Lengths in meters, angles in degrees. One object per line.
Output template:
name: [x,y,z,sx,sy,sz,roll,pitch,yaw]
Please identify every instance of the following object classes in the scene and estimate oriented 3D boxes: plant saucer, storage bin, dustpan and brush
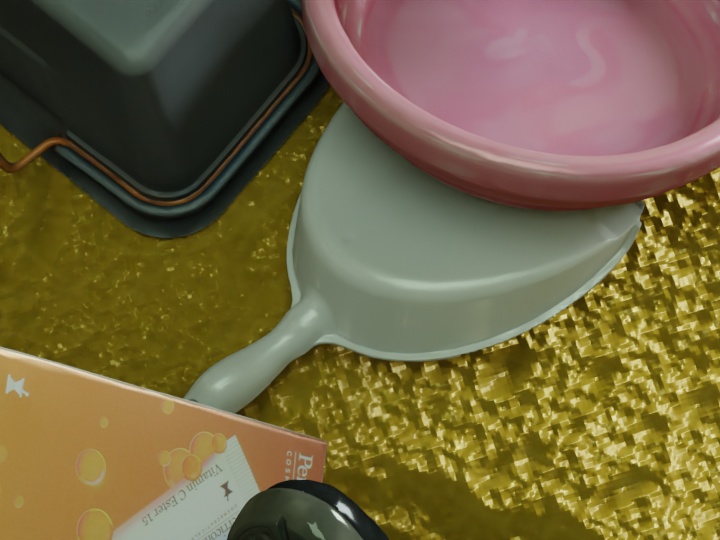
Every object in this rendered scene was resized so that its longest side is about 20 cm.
plant saucer: [0.073,-0.096,0.809,0.198,0.051,0.202,4,48,-5]
storage bin: [-0.123,-0.122,0.805,0.200,0.134,0.146,38,77,12]
dustpan and brush: [0.000,0.000,0.812,0.199,0.057,0.140,-33,61,-19]

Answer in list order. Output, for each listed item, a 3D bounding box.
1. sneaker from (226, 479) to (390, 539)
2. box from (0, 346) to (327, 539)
sneaker: [0.025,0.124,0.722,0.076,0.200,0.115,-4,43,39]
box: [-0.122,0.102,0.703,0.199,0.097,0.126,19,71,-39]
